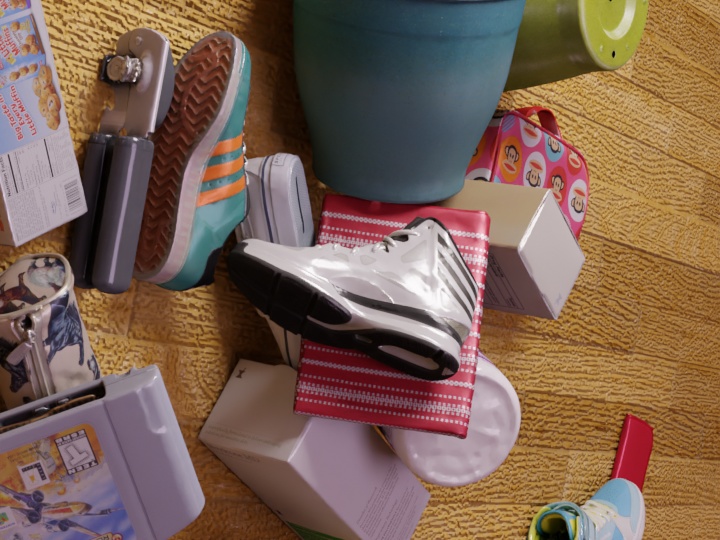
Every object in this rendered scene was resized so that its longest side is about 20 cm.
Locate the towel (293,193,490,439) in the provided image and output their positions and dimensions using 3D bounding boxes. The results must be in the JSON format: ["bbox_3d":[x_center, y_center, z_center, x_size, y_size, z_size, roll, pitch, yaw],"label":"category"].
[{"bbox_3d":[0.027,0.033,1.230,0.023,0.144,0.201,92,6,-66],"label":"towel"}]

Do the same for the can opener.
[{"bbox_3d":[-0.170,-0.082,1.119,0.066,0.052,0.201,17,83,-54],"label":"can opener"}]

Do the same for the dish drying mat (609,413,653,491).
[{"bbox_3d":[0.326,0.283,1.876,0.077,0.018,0.201,29,74,-51],"label":"dish drying mat"}]

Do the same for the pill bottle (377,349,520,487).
[{"bbox_3d":[0.056,0.100,1.326,0.111,0.200,0.113,-5,109,-14],"label":"pill bottle"}]

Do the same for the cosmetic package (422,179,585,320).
[{"bbox_3d":[0.087,-0.026,1.349,0.071,0.199,0.105,-60,140,-26],"label":"cosmetic package"}]

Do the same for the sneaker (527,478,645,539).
[{"bbox_3d":[0.261,0.290,1.742,0.200,0.079,0.131,-53,136,-34],"label":"sneaker"}]

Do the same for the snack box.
[{"bbox_3d":[-0.240,-0.122,1.041,0.072,0.024,0.201,-32,121,-45],"label":"snack box"}]

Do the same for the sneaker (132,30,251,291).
[{"bbox_3d":[-0.121,-0.082,1.176,0.080,0.071,0.201,18,90,-54],"label":"sneaker"}]

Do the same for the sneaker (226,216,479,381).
[{"bbox_3d":[0.000,0.000,1.203,0.076,0.199,0.116,114,0,-59],"label":"sneaker"}]

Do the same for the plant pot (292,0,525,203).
[{"bbox_3d":[0.031,-0.164,1.270,0.200,0.199,0.189,-21,125,-49],"label":"plant pot"}]

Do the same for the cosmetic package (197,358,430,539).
[{"bbox_3d":[-0.036,0.168,1.300,0.200,0.107,0.085,50,59,-43],"label":"cosmetic package"}]

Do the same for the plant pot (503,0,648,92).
[{"bbox_3d":[0.155,-0.252,1.404,0.200,0.192,0.202,-14,108,-51],"label":"plant pot"}]

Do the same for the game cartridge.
[{"bbox_3d":[-0.212,0.153,1.027,0.199,0.042,0.134,-20,114,-7],"label":"game cartridge"}]

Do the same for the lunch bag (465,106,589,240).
[{"bbox_3d":[0.158,-0.083,1.532,0.200,0.082,0.177,26,75,-51],"label":"lunch bag"}]

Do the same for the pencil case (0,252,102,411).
[{"bbox_3d":[-0.215,0.094,1.066,0.090,0.077,0.201,-87,167,-64],"label":"pencil case"}]

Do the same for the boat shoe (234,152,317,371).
[{"bbox_3d":[-0.070,-0.003,1.259,0.074,0.066,0.201,-52,139,-63],"label":"boat shoe"}]
